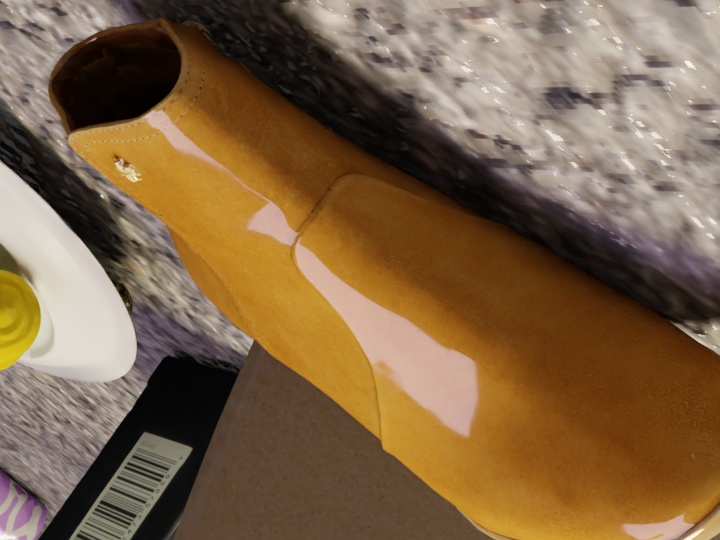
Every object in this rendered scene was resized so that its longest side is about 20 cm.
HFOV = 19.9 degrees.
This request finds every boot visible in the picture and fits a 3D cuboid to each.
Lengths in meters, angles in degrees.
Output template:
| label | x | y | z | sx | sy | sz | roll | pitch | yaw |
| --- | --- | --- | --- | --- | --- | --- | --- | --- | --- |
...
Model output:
| label | x | y | z | sx | sy | sz | roll | pitch | yaw |
| --- | --- | --- | --- | --- | --- | --- | --- | --- | --- |
| boot | 0.000 | -0.001 | 0.532 | 0.144 | 0.071 | 0.201 | 43 | 167 | -35 |

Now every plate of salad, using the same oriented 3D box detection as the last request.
| label | x | y | z | sx | sy | sz | roll | pitch | yaw |
| --- | --- | --- | --- | --- | --- | --- | --- | --- | --- |
| plate of salad | -0.170 | -0.026 | 0.846 | 0.200 | 0.048 | 0.200 | 27 | 153 | 15 |

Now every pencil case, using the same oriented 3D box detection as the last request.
| label | x | y | z | sx | sy | sz | roll | pitch | yaw |
| --- | --- | --- | --- | --- | --- | --- | --- | --- | --- |
| pencil case | -0.360 | 0.179 | 1.757 | 0.200 | 0.084 | 0.086 | 42 | -174 | -19 |

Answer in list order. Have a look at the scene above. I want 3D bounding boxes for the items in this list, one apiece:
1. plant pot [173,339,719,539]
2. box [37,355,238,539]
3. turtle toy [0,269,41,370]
| label | x | y | z | sx | sy | sz | roll | pitch | yaw |
| --- | --- | --- | --- | --- | --- | --- | --- | --- | --- |
| plant pot | 0.035 | 0.146 | 0.694 | 0.199 | 0.177 | 0.200 | 25 | 161 | 27 |
| box | -0.040 | 0.159 | 0.931 | 0.200 | 0.149 | 0.107 | 44 | 162 | -27 |
| turtle toy | -0.227 | 0.014 | 0.809 | 0.200 | 0.101 | 0.146 | 41 | 154 | -13 |
